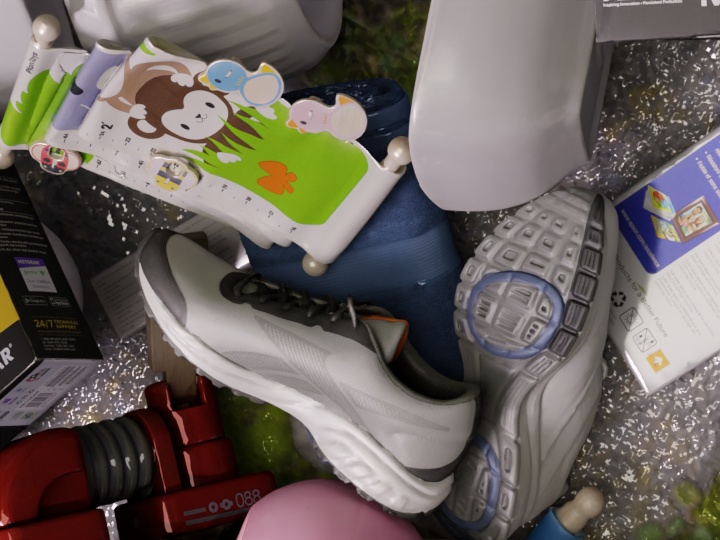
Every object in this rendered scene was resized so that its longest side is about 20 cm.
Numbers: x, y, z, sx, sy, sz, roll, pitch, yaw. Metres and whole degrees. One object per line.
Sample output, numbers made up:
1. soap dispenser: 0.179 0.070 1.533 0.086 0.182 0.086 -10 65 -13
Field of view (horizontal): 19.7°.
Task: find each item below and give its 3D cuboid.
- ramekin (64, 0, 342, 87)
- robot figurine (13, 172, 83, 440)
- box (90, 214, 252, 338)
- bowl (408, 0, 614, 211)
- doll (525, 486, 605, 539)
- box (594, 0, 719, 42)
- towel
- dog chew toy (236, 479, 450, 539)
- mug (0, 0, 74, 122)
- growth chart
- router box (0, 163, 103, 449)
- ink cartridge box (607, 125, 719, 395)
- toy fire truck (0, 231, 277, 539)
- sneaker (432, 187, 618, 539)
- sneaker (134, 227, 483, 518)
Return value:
1. ramekin: -0.080 -0.181 1.051 0.104 0.200 0.202 -12 94 12
2. robot figurine: -0.230 0.043 1.180 0.201 0.112 0.170 -58 43 19
3. box: -0.058 -0.026 1.145 0.199 0.039 0.042 -31 86 22
4. bowl: 0.083 -0.129 0.982 0.074 0.200 0.202 10 83 11
5. doll: 0.130 0.181 1.098 0.198 0.048 0.138 -2 106 27
6. box: 0.220 -0.132 0.939 0.191 0.200 0.048 2 99 21
7. towel: 0.000 0.000 1.093 0.110 0.049 0.202 -9 113 16
8. dog chew toy: 0.025 0.186 1.055 0.198 0.125 0.126 22 106 -3
9. mug: -0.263 -0.153 1.139 0.174 0.201 0.148 -19 134 2
10. growth chart: -0.079 -0.062 1.007 0.198 0.018 0.145 20 146 -4
11. router box: -0.241 0.034 1.086 0.200 0.052 0.158 -40 66 27
12. ink cartridge box: 0.201 -0.029 1.049 0.199 0.037 0.095 -36 84 24
13. toy fire truck: -0.128 0.095 1.112 0.128 0.175 0.202 -21 80 54
14. sneaker: 0.091 0.045 1.065 0.074 0.087 0.202 34 122 31
15. sneaker: -0.025 0.035 1.045 0.199 0.074 0.080 35 113 4
